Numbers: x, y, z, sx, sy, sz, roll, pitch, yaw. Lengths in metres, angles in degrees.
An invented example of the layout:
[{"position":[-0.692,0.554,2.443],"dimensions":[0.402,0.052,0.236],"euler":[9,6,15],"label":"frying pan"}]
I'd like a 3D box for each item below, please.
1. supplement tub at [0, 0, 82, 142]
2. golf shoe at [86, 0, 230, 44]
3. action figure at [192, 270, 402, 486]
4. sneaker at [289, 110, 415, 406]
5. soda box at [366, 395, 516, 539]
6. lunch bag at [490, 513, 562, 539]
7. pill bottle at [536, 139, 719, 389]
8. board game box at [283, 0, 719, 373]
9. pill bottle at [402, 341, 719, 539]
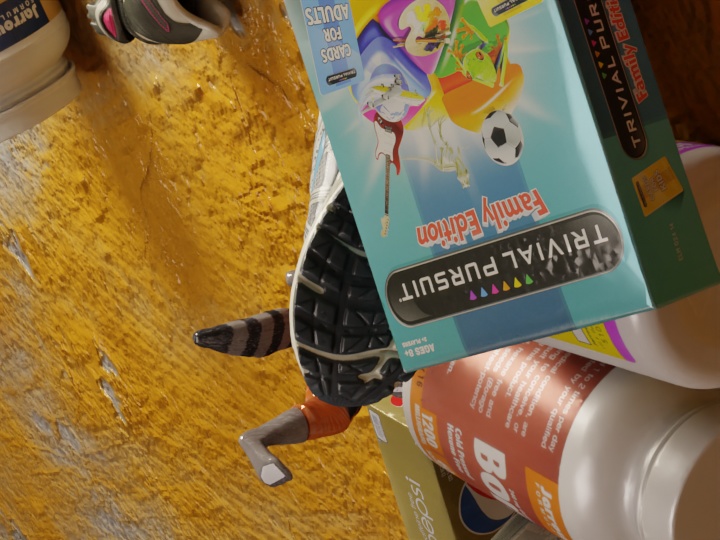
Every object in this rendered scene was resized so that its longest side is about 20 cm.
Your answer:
[{"position":[-0.291,-0.192,1.504],"dimensions":[0.144,0.144,0.201],"euler":[10,129,60],"label":"supplement tub"},{"position":[-0.131,-0.223,1.263],"dimensions":[0.088,0.077,0.201],"euler":[14,138,33],"label":"golf shoe"},{"position":[0.000,0.000,1.141],"dimensions":[0.104,0.193,0.202],"euler":[12,111,20],"label":"action figure"},{"position":[0.011,-0.035,0.998],"dimensions":[0.086,0.077,0.202],"euler":[170,112,-79],"label":"sneaker"},{"position":[0.070,0.152,1.307],"dimensions":[0.064,0.068,0.201],"euler":[27,141,50],"label":"soda box"},{"position":[0.125,0.201,1.092],"dimensions":[0.164,0.199,0.118],"euler":[23,138,52],"label":"lunch bag"},{"position":[0.105,-0.014,0.987],"dimensions":[0.200,0.104,0.105],"euler":[16,133,57],"label":"pill bottle"},{"position":[0.050,-0.070,0.884],"dimensions":[0.151,0.047,0.201],"euler":[-18,90,49],"label":"board game box"},{"position":[0.118,0.079,1.064],"dimensions":[0.200,0.112,0.113],"euler":[26,142,51],"label":"pill bottle"}]
